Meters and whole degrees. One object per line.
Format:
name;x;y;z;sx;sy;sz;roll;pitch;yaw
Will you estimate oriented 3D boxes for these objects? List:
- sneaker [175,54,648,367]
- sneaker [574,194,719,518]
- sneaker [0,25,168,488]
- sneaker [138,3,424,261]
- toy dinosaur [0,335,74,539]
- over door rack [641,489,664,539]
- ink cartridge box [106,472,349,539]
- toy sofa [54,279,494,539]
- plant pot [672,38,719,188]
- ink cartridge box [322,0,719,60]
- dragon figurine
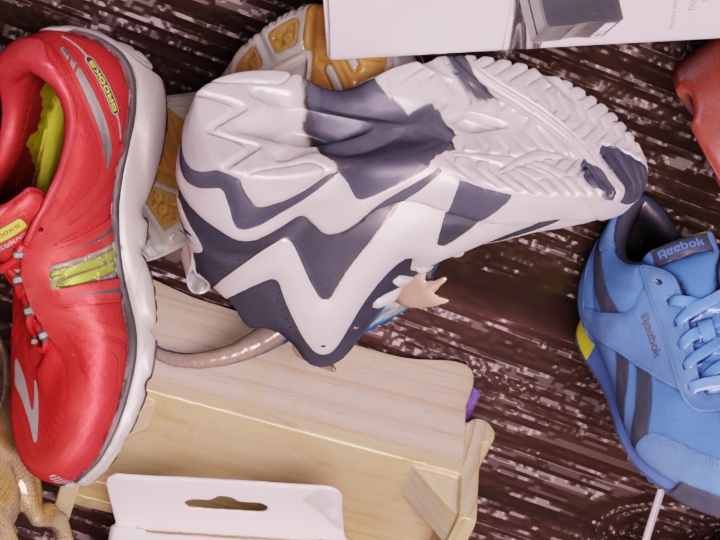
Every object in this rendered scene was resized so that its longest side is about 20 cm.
sneaker;0.014;-0.018;0.951;0.198;0.080;0.130;-6;145;-21
sneaker;0.145;0.034;0.996;0.066;0.200;0.079;0;119;-14
sneaker;-0.140;-0.006;0.973;0.077;0.085;0.201;0;87;38
sneaker;-0.055;-0.052;1.023;0.199;0.088;0.076;-23;77;28
toy dinosaur;-0.162;0.095;1.008;0.058;0.200;0.102;-7;120;10
over door rack;0.220;0.097;1.092;0.147;0.067;0.201;15;108;-7
ink cartridge box;-0.062;0.183;1.061;0.116;0.068;0.201;2;136;5
toy sofa;-0.042;0.085;1.077;0.199;0.098;0.083;15;133;-8
plant pot;0.254;-0.080;0.974;0.195;0.201;0.201;-33;108;17
ink cartridge box;0.077;-0.170;0.942;0.199;0.145;0.084;-3;140;-1
dragon figurine;0.000;0.000;1.045;0.199;0.099;0.059;-31;94;18
